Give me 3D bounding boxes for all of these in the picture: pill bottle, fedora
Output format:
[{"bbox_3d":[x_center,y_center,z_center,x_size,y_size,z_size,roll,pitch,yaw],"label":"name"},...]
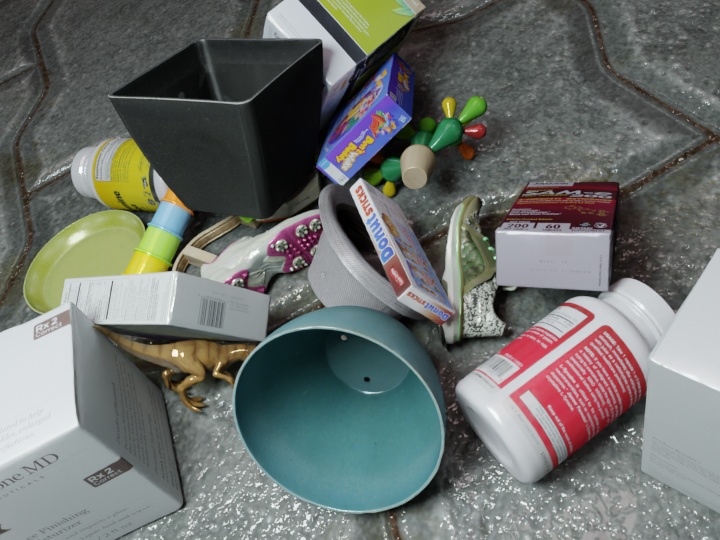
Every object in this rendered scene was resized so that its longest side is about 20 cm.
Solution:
[{"bbox_3d":[-0.347,-0.149,1.035,0.199,0.113,0.113,6,55,25],"label":"pill bottle"},{"bbox_3d":[0.000,0.000,0.775,0.090,0.177,0.200,-46,45,21],"label":"fedora"},{"bbox_3d":[0.198,0.097,0.626,0.200,0.112,0.112,-34,49,-9],"label":"pill bottle"}]

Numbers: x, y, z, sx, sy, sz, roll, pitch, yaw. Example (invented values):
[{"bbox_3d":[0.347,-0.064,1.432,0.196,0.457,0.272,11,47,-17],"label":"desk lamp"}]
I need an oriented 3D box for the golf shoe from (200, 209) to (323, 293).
[{"bbox_3d":[-0.128,-0.027,0.881,0.200,0.075,0.092,-35,45,-11],"label":"golf shoe"}]

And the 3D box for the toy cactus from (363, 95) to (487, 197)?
[{"bbox_3d":[0.081,-0.149,0.875,0.199,0.102,0.165,-19,28,23],"label":"toy cactus"}]

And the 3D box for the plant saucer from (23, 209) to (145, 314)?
[{"bbox_3d":[-0.406,-0.008,0.996,0.199,0.031,0.200,-11,49,13],"label":"plant saucer"}]

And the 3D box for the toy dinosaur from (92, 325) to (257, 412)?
[{"bbox_3d":[-0.207,0.104,0.772,0.199,0.107,0.060,6,24,-20],"label":"toy dinosaur"}]

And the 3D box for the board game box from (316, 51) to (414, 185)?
[{"bbox_3d":[0.011,-0.214,0.919,0.134,0.045,0.200,-40,21,27],"label":"board game box"}]

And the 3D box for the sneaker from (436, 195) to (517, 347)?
[{"bbox_3d":[0.139,0.001,0.767,0.088,0.077,0.201,7,59,9],"label":"sneaker"}]

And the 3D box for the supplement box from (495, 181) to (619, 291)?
[{"bbox_3d":[0.216,-0.044,0.709,0.108,0.061,0.200,3,21,22],"label":"supplement box"}]

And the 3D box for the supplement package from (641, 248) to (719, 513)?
[{"bbox_3d":[0.304,0.102,0.522,0.117,0.200,0.117,27,65,35],"label":"supplement package"}]

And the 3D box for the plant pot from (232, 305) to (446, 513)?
[{"bbox_3d":[-0.008,0.115,0.659,0.199,0.201,0.135,-5,21,17],"label":"plant pot"}]

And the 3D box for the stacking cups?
[{"bbox_3d":[-0.268,-0.070,0.943,0.060,0.061,0.201,14,73,29],"label":"stacking cups"}]

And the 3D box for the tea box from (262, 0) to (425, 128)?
[{"bbox_3d":[-0.039,-0.334,0.992,0.197,0.200,0.134,-43,92,-18],"label":"tea box"}]

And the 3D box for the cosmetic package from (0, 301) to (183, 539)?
[{"bbox_3d":[-0.314,0.177,0.695,0.164,0.200,0.165,-27,48,-2],"label":"cosmetic package"}]

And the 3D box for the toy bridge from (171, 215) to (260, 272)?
[{"bbox_3d":[-0.223,-0.015,0.935,0.067,0.027,0.200,19,61,32],"label":"toy bridge"}]

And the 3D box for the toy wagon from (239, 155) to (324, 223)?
[{"bbox_3d":[-0.150,-0.133,0.978,0.200,0.040,0.155,24,48,37],"label":"toy wagon"}]

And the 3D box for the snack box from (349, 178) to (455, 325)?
[{"bbox_3d":[0.042,-0.027,0.737,0.024,0.072,0.200,-43,39,19],"label":"snack box"}]

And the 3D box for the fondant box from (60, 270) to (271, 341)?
[{"bbox_3d":[-0.224,0.045,0.763,0.199,0.144,0.058,-2,77,36],"label":"fondant box"}]

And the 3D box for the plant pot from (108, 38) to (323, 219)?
[{"bbox_3d":[-0.162,-0.182,0.864,0.199,0.178,0.200,9,41,22],"label":"plant pot"}]
